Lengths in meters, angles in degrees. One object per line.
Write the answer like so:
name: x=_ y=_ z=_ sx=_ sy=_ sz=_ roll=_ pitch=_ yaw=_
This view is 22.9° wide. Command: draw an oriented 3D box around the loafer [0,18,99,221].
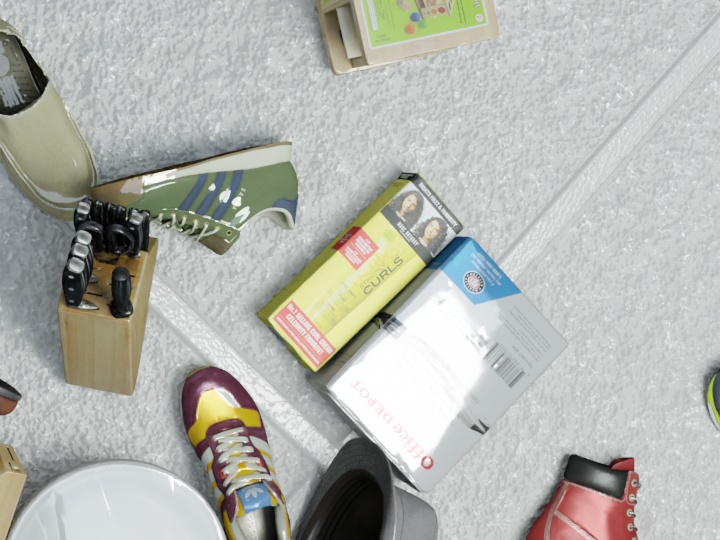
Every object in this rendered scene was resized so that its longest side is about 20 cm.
loafer: x=-0.295 y=-0.133 z=1.571 sx=0.076 sy=0.068 sz=0.201 roll=-33 pitch=100 yaw=-11

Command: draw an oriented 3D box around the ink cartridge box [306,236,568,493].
ink cartridge box: x=0.071 y=0.087 z=1.673 sx=0.200 sy=0.084 sz=0.145 roll=-45 pitch=102 yaw=-10

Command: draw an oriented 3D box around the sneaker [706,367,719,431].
sneaker: x=0.421 y=0.173 z=1.774 sx=0.074 sy=0.081 sz=0.200 roll=-40 pitch=102 yaw=-10

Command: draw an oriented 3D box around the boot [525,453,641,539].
boot: x=0.270 y=0.268 z=1.746 sx=0.200 sy=0.072 sz=0.145 roll=31 pitch=83 yaw=-11

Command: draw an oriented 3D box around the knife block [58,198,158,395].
knife block: x=-0.222 y=0.033 z=1.515 sx=0.064 sy=0.176 sz=0.201 roll=11 pitch=107 yaw=0

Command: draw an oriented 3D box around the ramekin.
ramekin: x=-0.225 y=0.263 z=1.596 sx=0.201 sy=0.094 sz=0.203 roll=-1 pitch=93 yaw=-16

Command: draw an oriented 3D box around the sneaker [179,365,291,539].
sneaker: x=-0.107 y=0.183 z=1.626 sx=0.075 sy=0.090 sz=0.201 roll=-22 pitch=98 yaw=-13

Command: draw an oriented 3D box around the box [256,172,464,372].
box: x=0.000 y=0.000 z=1.667 sx=0.200 sy=0.050 sz=0.075 roll=-43 pitch=103 yaw=-9

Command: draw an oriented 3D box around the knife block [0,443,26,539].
knife block: x=-0.356 y=0.271 z=1.559 sx=0.199 sy=0.064 sz=0.176 roll=-30 pitch=119 yaw=-11

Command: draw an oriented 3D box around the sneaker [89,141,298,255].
sneaker: x=-0.141 y=-0.055 z=1.606 sx=0.199 sy=0.067 sz=0.090 roll=-15 pitch=97 yaw=-28

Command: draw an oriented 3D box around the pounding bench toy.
pounding bench toy: x=0.024 y=-0.290 z=1.605 sx=0.124 sy=0.156 sz=0.201 roll=-14 pitch=96 yaw=-13

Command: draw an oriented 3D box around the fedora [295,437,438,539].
fedora: x=0.011 y=0.263 z=1.624 sx=0.090 sy=0.177 sz=0.201 roll=22 pitch=88 yaw=-26

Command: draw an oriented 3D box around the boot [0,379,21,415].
boot: x=-0.406 y=0.175 z=1.559 sx=0.187 sy=0.068 sz=0.201 roll=9 pitch=94 yaw=-23
